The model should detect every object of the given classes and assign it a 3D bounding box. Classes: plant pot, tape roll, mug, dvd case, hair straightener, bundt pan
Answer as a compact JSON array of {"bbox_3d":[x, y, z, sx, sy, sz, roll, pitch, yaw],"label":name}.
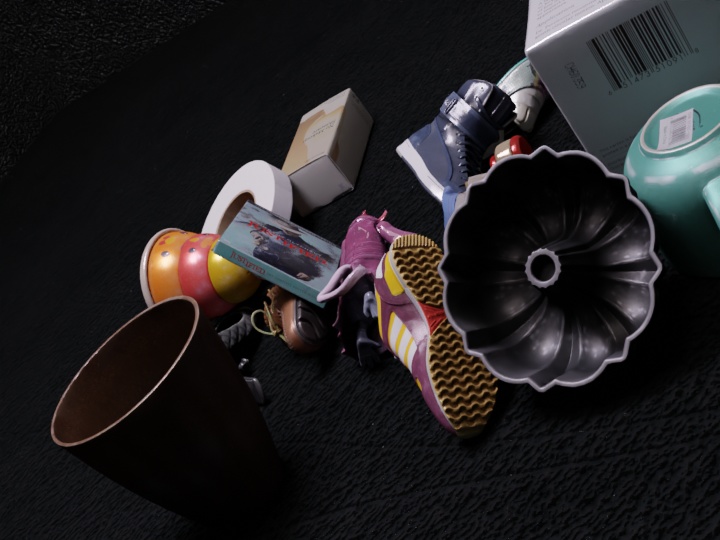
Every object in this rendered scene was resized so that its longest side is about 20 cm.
[{"bbox_3d":[-0.171,0.163,1.044,0.186,0.201,0.188,-31,26,18],"label":"plant pot"},{"bbox_3d":[-0.170,-0.060,1.509,0.202,0.037,0.205,-33,45,40],"label":"tape roll"},{"bbox_3d":[0.311,-0.084,0.883,0.152,0.115,0.185,-43,25,-8],"label":"mug"},{"bbox_3d":[-0.095,-0.024,1.269,0.022,0.144,0.200,-62,4,16],"label":"dvd case"},{"bbox_3d":[-0.166,0.142,1.280,0.076,0.041,0.199,-30,12,-29],"label":"hair straightener"},{"bbox_3d":[0.170,0.000,0.894,0.200,0.205,0.075,-24,-15,29],"label":"bundt pan"}]

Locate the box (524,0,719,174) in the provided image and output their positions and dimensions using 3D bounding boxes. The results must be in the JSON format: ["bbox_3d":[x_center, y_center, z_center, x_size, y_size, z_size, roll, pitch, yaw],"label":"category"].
[{"bbox_3d":[0.292,-0.213,1.019,0.197,0.200,0.132,-24,31,30],"label":"box"}]

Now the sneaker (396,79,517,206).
[{"bbox_3d":[0.134,-0.139,1.218,0.146,0.077,0.203,-42,41,9],"label":"sneaker"}]

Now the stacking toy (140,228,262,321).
[{"bbox_3d":[-0.176,-0.002,1.366,0.198,0.147,0.147,-14,34,30],"label":"stacking toy"}]

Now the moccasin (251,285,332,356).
[{"bbox_3d":[-0.084,0.054,1.250,0.077,0.074,0.202,-40,25,5],"label":"moccasin"}]

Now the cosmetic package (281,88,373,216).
[{"bbox_3d":[-0.051,-0.183,1.589,0.104,0.071,0.201,-27,28,26],"label":"cosmetic package"}]

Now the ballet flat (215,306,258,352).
[{"bbox_3d":[-0.178,0.080,1.318,0.066,0.057,0.200,-34,6,19],"label":"ballet flat"}]

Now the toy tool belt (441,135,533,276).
[{"bbox_3d":[0.121,-0.043,1.063,0.122,0.125,0.202,-24,41,28],"label":"toy tool belt"}]

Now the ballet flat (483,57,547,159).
[{"bbox_3d":[0.173,-0.186,1.309,0.199,0.069,0.072,-38,43,13],"label":"ballet flat"}]

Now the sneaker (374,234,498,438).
[{"bbox_3d":[0.066,0.071,0.979,0.090,0.074,0.203,122,137,-54],"label":"sneaker"}]

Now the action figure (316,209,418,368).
[{"bbox_3d":[0.000,0.000,1.153,0.133,0.148,0.202,-31,40,29],"label":"action figure"}]
